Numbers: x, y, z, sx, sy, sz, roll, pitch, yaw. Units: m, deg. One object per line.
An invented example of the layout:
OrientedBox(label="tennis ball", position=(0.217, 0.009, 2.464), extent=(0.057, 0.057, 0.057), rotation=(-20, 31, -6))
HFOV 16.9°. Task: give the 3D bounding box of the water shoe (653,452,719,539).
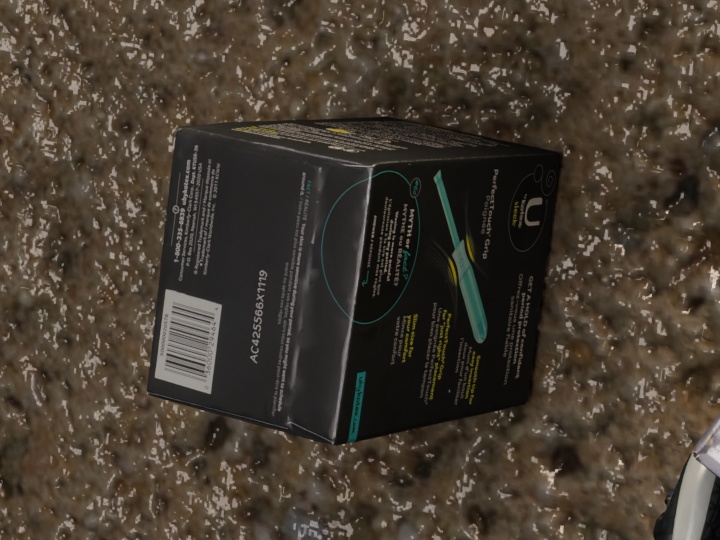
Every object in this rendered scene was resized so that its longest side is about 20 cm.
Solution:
OrientedBox(label="water shoe", position=(0.157, 0.181, 1.309), extent=(0.079, 0.071, 0.201), rotation=(16, 102, 36))

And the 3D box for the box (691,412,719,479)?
OrientedBox(label="box", position=(0.290, 0.089, 1.202), extent=(0.200, 0.049, 0.161), rotation=(40, 98, 24))

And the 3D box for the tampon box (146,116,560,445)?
OrientedBox(label="tampon box", position=(0.000, 0.000, 1.316), extent=(0.126, 0.200, 0.151), rotation=(13, 101, 32))
